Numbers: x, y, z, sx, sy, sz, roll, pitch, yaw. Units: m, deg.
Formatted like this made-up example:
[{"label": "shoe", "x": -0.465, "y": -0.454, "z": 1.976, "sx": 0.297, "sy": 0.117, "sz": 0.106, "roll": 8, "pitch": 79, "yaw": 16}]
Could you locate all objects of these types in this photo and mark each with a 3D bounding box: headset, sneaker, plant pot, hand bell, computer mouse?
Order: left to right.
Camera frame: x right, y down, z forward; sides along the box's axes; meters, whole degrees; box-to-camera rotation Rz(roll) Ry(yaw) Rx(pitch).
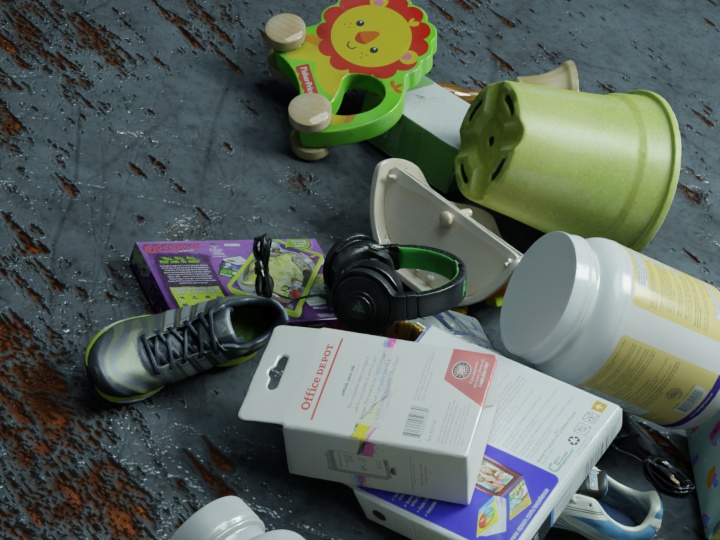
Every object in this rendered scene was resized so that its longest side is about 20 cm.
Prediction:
[{"label": "sneaker", "x": -0.149, "y": 0.058, "z": 1.406, "sx": 0.200, "sy": 0.081, "sz": 0.074, "roll": -21, "pitch": 86, "yaw": -39}, {"label": "headset", "x": 0.000, "y": 0.000, "z": 1.518, "sx": 0.199, "sy": 0.094, "sz": 0.124, "roll": -6, "pitch": 24, "yaw": -5}, {"label": "sneaker", "x": 0.109, "y": 0.082, "z": 1.551, "sx": 0.200, "sy": 0.075, "sz": 0.088, "roll": 34, "pitch": 36, "yaw": 13}, {"label": "hand bell", "x": 0.154, "y": -0.210, "z": 1.963, "sx": 0.199, "sy": 0.104, "sz": 0.104, "roll": 3, "pitch": 38, "yaw": -8}, {"label": "plant pot", "x": 0.209, "y": -0.118, "z": 1.738, "sx": 0.184, "sy": 0.201, "sz": 0.201, "roll": 13, "pitch": 36, "yaw": -26}, {"label": "sneaker", "x": 0.174, "y": 0.196, "z": 1.444, "sx": 0.199, "sy": 0.073, "sz": 0.072, "roll": 16, "pitch": 38, "yaw": -8}, {"label": "computer mouse", "x": 0.243, "y": 0.156, "z": 1.507, "sx": 0.058, "sy": 0.034, "sz": 0.200, "roll": 7, "pitch": 16, "yaw": -35}]

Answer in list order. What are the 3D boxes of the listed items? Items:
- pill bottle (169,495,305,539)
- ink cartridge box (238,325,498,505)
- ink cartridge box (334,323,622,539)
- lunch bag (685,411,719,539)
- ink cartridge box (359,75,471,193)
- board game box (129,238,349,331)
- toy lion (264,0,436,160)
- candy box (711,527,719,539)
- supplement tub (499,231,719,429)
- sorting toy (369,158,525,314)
[{"label": "pill bottle", "x": -0.055, "y": 0.262, "z": 1.191, "sx": 0.111, "sy": 0.111, "sz": 0.200, "roll": -20, "pitch": 54, "yaw": -44}, {"label": "ink cartridge box", "x": 0.008, "y": 0.119, "z": 1.377, "sx": 0.199, "sy": 0.068, "sz": 0.117, "roll": 9, "pitch": 46, "yaw": 14}, {"label": "ink cartridge box", "x": 0.094, "y": 0.154, "z": 1.408, "sx": 0.199, "sy": 0.044, "sz": 0.198, "roll": 24, "pitch": 52, "yaw": 26}, {"label": "lunch bag", "x": 0.400, "y": 0.147, "z": 1.518, "sx": 0.122, "sy": 0.200, "sz": 0.171, "roll": 21, "pitch": 36, "yaw": -13}, {"label": "ink cartridge box", "x": 0.065, "y": -0.171, "z": 1.859, "sx": 0.200, "sy": 0.059, "sz": 0.104, "roll": 36, "pitch": 37, "yaw": 29}, {"label": "board game box", "x": -0.109, "y": 0.017, "z": 1.551, "sx": 0.199, "sy": 0.032, "sz": 0.120, "roll": -2, "pitch": 47, "yaw": -32}, {"label": "toy lion", "x": -0.003, "y": -0.230, "z": 1.819, "sx": 0.191, "sy": 0.069, "sz": 0.201, "roll": -12, "pitch": 55, "yaw": -7}, {"label": "candy box", "x": 0.367, "y": 0.242, "z": 1.381, "sx": 0.116, "sy": 0.200, "sz": 0.057, "roll": 24, "pitch": 36, "yaw": 0}, {"label": "supplement tub", "x": 0.247, "y": 0.055, "z": 1.530, "sx": 0.199, "sy": 0.146, "sz": 0.146, "roll": 22, "pitch": 33, "yaw": -22}, {"label": "sorting toy", "x": 0.122, "y": -0.023, "z": 1.683, "sx": 0.200, "sy": 0.107, "sz": 0.180, "roll": 38, "pitch": 26, "yaw": 32}]
